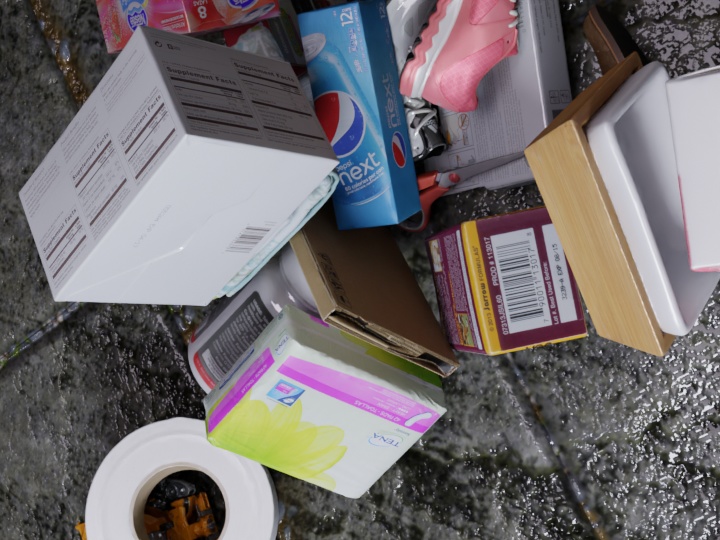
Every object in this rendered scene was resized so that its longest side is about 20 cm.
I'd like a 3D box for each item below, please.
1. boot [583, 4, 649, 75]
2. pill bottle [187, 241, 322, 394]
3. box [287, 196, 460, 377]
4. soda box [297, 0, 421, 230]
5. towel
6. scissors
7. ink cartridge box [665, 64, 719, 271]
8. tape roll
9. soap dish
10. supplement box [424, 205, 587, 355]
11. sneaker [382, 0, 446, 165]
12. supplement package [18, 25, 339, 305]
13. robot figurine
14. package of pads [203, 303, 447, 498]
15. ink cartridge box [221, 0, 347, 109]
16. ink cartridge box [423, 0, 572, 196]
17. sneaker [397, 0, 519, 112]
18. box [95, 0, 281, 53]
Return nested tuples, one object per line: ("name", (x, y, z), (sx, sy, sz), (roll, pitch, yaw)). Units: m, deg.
("boot", (0.233, -0.135, 0.994), (0.075, 0.074, 0.201), (-28, 83, 35))
("pill bottle", (-0.079, 0.047, 1.143), (0.200, 0.114, 0.114), (-44, 72, 35))
("box", (0.000, 0.000, 1.039), (0.021, 0.163, 0.200), (-46, 42, 19))
("soda box", (0.001, -0.143, 1.038), (0.064, 0.068, 0.201), (-6, 102, 24))
("towel", (-0.115, -0.090, 1.010), (0.200, 0.048, 0.172), (-43, 63, 32))
("scissors", (0.075, -0.089, 1.064), (0.073, 0.014, 0.200), (39, 143, -15))
("ink cartridge box", (0.308, -0.079, 0.877), (0.085, 0.200, 0.146), (-8, 90, 31))
("tape roll", (-0.189, 0.261, 1.208), (0.201, 0.071, 0.203), (0, 77, 0))
("soap dish", (0.214, -0.054, 0.898), (0.081, 0.157, 0.201), (-12, 111, 38))
("supplement box", (0.121, 0.011, 0.988), (0.085, 0.200, 0.111), (-11, 89, -6))
("sneaker", (0.056, -0.177, 1.083), (0.115, 0.076, 0.201), (42, 127, 20))
("supplement package", (-0.147, -0.074, 0.903), (0.200, 0.155, 0.111), (-43, 60, 33))
("robot figurine", (-0.238, 0.312, 1.303), (0.199, 0.058, 0.146), (-22, 83, 30))
("package of pads", (-0.036, 0.135, 1.099), (0.155, 0.200, 0.068), (-48, 34, 24))
("ink cartridge box", (-0.089, -0.263, 1.107), (0.084, 0.175, 0.201), (-27, 80, 28))
("ink cartridge box", (0.120, -0.176, 1.071), (0.173, 0.043, 0.201), (-8, 90, 55))
("sneaker", (0.111, -0.231, 0.997), (0.087, 0.074, 0.201), (27, 110, -4))
("box", (-0.166, -0.261, 1.027), (0.200, 0.094, 0.103), (9, 114, 57))
